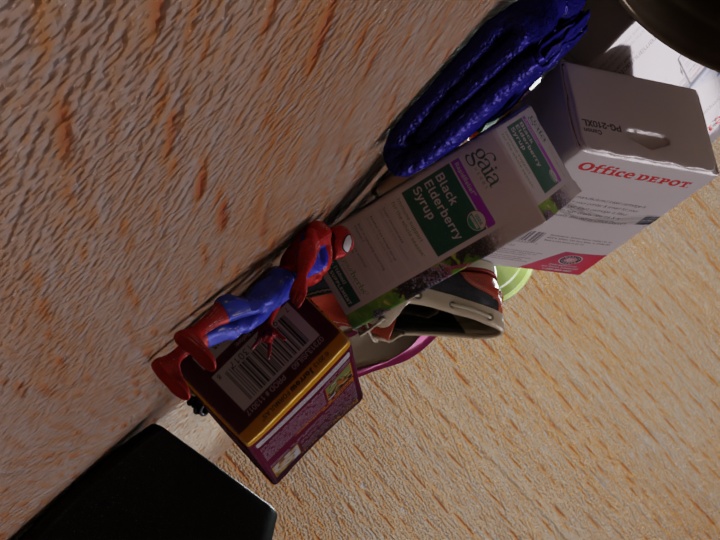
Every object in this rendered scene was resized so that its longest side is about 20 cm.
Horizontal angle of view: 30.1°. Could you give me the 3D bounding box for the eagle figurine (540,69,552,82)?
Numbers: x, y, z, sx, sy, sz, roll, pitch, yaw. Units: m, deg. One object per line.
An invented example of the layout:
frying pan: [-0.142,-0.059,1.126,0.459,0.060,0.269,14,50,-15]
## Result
eagle figurine: [0.255,-0.238,1.305,0.198,0.152,0.152,-16,137,11]

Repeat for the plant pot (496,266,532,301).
plant pot: [0.199,-0.053,2.310,0.200,0.200,0.190,-45,164,0]

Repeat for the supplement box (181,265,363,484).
supplement box: [-0.068,0.089,1.066,0.110,0.086,0.200,-44,166,-10]

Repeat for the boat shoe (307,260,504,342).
boat shoe: [0.028,0.030,1.153,0.197,0.063,0.071,-1,152,-10]

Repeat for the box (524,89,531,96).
box: [0.140,-0.141,1.514,0.137,0.039,0.200,-45,177,3]

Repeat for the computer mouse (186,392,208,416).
computer mouse: [-0.103,0.088,1.260,0.110,0.044,0.200,-46,177,3]

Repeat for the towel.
towel: [0.100,-0.138,0.974,0.148,0.050,0.200,-48,176,28]

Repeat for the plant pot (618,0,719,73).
plant pot: [0.304,-0.267,0.999,0.175,0.198,0.200,-61,180,-11]

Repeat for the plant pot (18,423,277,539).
plant pot: [-0.184,0.253,1.148,0.178,0.199,0.200,-56,-177,-29]

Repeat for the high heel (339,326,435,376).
high heel: [0.012,0.060,1.235,0.198,0.068,0.096,-20,178,-11]

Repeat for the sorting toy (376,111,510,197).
sorting toy: [0.090,-0.117,1.217,0.185,0.036,0.200,-46,177,-2]

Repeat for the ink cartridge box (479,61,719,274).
ink cartridge box: [0.179,-0.080,1.130,0.143,0.085,0.200,6,153,-26]

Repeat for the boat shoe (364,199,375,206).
boat shoe: [-0.001,-0.001,1.219,0.072,0.070,0.201,-47,180,-21]

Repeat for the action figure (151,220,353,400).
action figure: [-0.062,0.019,0.928,0.200,0.052,0.066,-45,174,-46]

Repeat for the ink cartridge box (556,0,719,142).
ink cartridge box: [0.263,-0.191,1.183,0.146,0.086,0.200,-45,136,4]

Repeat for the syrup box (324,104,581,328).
syrup box: [0.061,-0.040,1.030,0.199,0.079,0.081,-30,-177,36]
